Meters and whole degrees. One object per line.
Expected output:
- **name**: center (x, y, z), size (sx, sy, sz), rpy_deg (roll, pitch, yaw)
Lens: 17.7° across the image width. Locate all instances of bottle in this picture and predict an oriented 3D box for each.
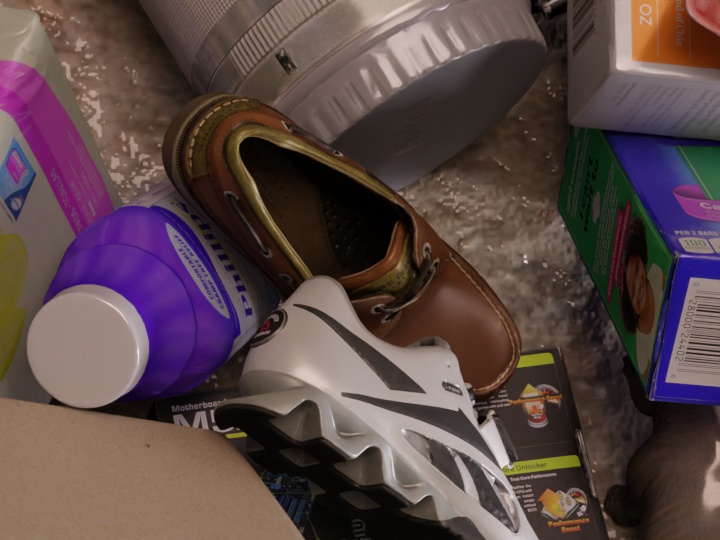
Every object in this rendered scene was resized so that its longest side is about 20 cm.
- **bottle**: center (-0.089, 0.012, 0.998), size (0.065, 0.200, 0.084), rpy_deg (-33, 93, 15)

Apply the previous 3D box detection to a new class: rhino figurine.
- **rhino figurine**: center (0.151, 0.102, 1.069), size (0.060, 0.087, 0.201), rpy_deg (0, 66, -14)

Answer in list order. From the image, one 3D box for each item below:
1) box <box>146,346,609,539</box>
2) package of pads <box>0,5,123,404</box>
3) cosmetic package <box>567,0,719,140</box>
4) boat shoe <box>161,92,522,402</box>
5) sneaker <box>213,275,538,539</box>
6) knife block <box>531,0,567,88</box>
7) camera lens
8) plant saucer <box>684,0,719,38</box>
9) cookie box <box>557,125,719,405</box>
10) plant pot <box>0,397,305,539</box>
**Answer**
- **box**: center (0.016, 0.140, 1.045), size (0.199, 0.048, 0.194), rpy_deg (-7, 66, -15)
- **package of pads**: center (-0.176, 0.008, 0.999), size (0.068, 0.155, 0.200), rpy_deg (10, 60, 16)
- **cosmetic package**: center (0.199, -0.115, 1.070), size (0.199, 0.071, 0.102), rpy_deg (4, 72, -12)
- **boat shoe**: center (0.000, 0.000, 1.003), size (0.200, 0.068, 0.072), rpy_deg (35, 83, -25)
- **sneaker**: center (0.034, 0.077, 0.976), size (0.200, 0.074, 0.089), rpy_deg (43, 57, -28)
- **knife block**: center (0.174, -0.171, 1.209), size (0.175, 0.064, 0.200), rpy_deg (21, 65, -5)
- **camera lens**: center (-0.024, -0.147, 1.099), size (0.160, 0.160, 0.200), rpy_deg (-26, 75, -22)
- **plant saucer**: center (0.262, -0.136, 1.033), size (0.199, 0.037, 0.200), rpy_deg (31, 70, -3)
- **cookie box**: center (0.195, -0.012, 1.080), size (0.171, 0.075, 0.200), rpy_deg (5, 25, -11)
- **plant pot**: center (-0.121, 0.163, 0.907), size (0.199, 0.200, 0.177), rpy_deg (12, 44, -32)
